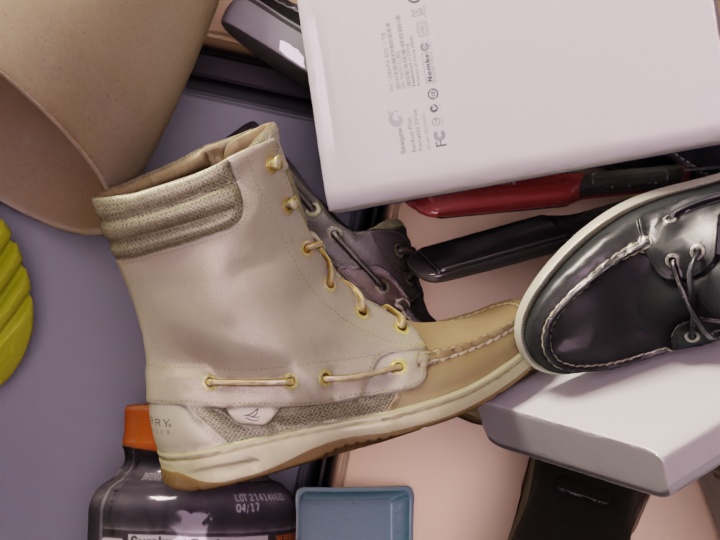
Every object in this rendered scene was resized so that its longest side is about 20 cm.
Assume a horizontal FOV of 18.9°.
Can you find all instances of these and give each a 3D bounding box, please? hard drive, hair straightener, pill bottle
[{"bbox_3d":[0.174,0.043,1.046,0.200,0.132,0.027,-26,111,-29],"label":"hard drive"},{"bbox_3d":[0.072,-0.110,1.042,0.199,0.025,0.133,-10,85,15],"label":"hard drive"},{"bbox_3d":[0.116,-0.017,1.111,0.199,0.041,0.077,-10,114,-23],"label":"hair straightener"},{"bbox_3d":[-0.084,0.165,1.079,0.106,0.106,0.201,1,86,-4],"label":"pill bottle"}]

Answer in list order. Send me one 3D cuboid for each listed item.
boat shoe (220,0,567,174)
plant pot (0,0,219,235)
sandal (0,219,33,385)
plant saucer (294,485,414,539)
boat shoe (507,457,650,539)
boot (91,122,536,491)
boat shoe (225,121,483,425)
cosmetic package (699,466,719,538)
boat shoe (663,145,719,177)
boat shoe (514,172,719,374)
[{"bbox_3d":[0.025,-0.100,1.123,0.199,0.069,0.057,28,87,-9],"label":"boat shoe"},{"bbox_3d":[-0.141,-0.152,1.071,0.187,0.187,0.200,35,70,-1],"label":"plant pot"},{"bbox_3d":[-0.241,-0.023,1.097,0.079,0.087,0.200,-42,110,-31],"label":"sandal"},{"bbox_3d":[-0.007,0.212,1.115,0.070,0.019,0.201,3,85,-28],"label":"plant saucer"},{"bbox_3d":[0.116,0.105,1.112,0.075,0.074,0.200,23,64,6],"label":"boat shoe"},{"bbox_3d":[-0.017,0.004,1.021,0.199,0.072,0.155,-17,99,-15],"label":"boot"},{"bbox_3d":[0.000,0.000,1.111,0.201,0.072,0.066,38,90,3],"label":"boat shoe"},{"bbox_3d":[0.292,0.122,1.073,0.199,0.167,0.167,-19,91,-5],"label":"cosmetic package"},{"bbox_3d":[0.199,-0.069,1.074,0.199,0.062,0.075,21,113,-19],"label":"boat shoe"},{"bbox_3d":[0.169,-0.001,1.016,0.199,0.066,0.075,-22,114,-11],"label":"boat shoe"}]
